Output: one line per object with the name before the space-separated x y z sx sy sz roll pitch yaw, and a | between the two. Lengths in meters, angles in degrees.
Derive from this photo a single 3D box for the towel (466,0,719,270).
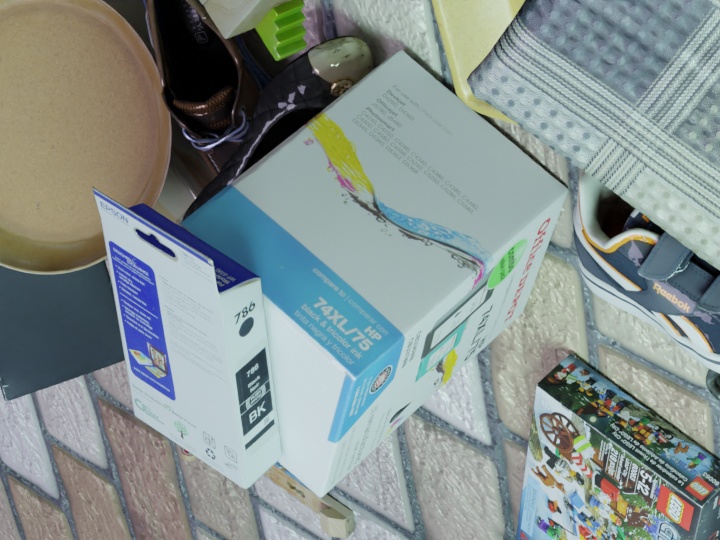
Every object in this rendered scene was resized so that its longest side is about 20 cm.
towel | 0.180 -0.100 1.336 0.199 0.035 0.193 36 132 -2

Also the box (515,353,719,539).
box | 0.169 0.162 1.716 0.136 0.038 0.201 37 148 25

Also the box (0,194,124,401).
box | -0.258 -0.043 1.950 0.200 0.103 0.183 -118 13 -49

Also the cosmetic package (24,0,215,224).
cosmetic package | -0.160 -0.118 1.833 0.200 0.071 0.105 51 151 2

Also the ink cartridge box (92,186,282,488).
ink cartridge box | -0.099 0.033 1.537 0.099 0.039 0.201 32 147 29

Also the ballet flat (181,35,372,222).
ballet flat | -0.049 -0.070 1.678 0.200 0.066 0.057 -53 40 31

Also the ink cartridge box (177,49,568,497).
ink cartridge box | 0.000 0.000 1.606 0.146 0.200 0.147 40 149 16

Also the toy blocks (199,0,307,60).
toy blocks | -0.072 -0.241 1.564 0.201 0.100 0.137 58 139 7

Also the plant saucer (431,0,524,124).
plant saucer | 0.116 -0.162 1.416 0.199 0.048 0.201 21 140 43

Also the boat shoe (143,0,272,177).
boat shoe | -0.097 -0.113 1.722 0.072 0.072 0.201 -21 111 18

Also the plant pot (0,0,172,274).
plant pot | -0.214 -0.098 1.775 0.198 0.027 0.202 3 100 18

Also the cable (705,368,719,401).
cable | 0.271 0.062 1.446 0.097 0.051 0.199 37 152 -31

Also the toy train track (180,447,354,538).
toy train track | -0.088 0.157 2.082 0.199 0.032 0.115 32 146 29

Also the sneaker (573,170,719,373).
sneaker | 0.192 -0.002 1.457 0.199 0.078 0.080 25 145 40
